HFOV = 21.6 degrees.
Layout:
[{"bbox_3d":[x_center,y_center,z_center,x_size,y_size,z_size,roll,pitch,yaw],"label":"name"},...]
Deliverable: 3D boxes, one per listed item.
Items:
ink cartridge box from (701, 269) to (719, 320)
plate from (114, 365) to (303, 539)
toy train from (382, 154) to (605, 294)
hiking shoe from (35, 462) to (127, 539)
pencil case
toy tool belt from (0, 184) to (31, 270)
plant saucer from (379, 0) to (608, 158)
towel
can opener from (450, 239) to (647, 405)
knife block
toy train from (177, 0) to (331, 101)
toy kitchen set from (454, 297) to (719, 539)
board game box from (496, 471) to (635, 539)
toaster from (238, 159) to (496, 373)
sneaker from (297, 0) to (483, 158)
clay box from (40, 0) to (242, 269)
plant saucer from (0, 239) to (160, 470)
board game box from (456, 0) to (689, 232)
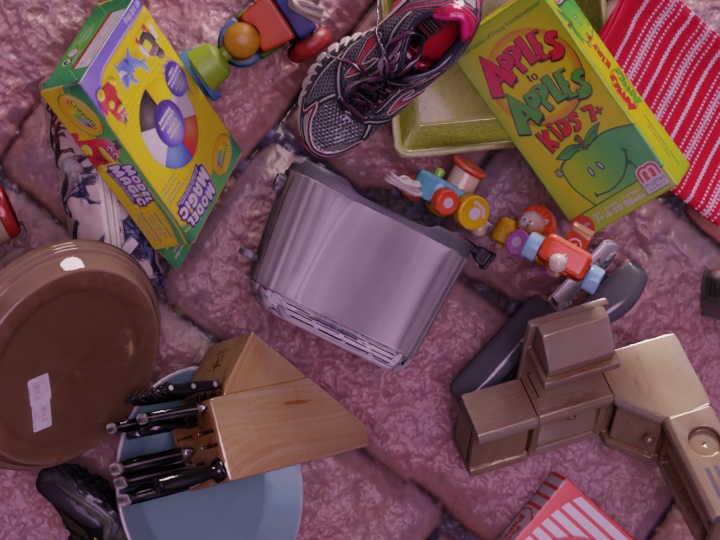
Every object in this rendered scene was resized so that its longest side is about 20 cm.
[{"bbox_3d":[0.417,0.030,1.633,0.199,0.162,0.050,1,93,-10],"label":"ink cartridge box"},{"bbox_3d":[-0.129,0.180,1.574,0.200,0.026,0.201,13,71,-42],"label":"plate"},{"bbox_3d":[0.122,-0.048,1.577,0.200,0.150,0.056,29,90,11],"label":"toy train"},{"bbox_3d":[-0.215,0.249,1.565,0.101,0.076,0.200,-39,110,-1],"label":"hiking shoe"},{"bbox_3d":[-0.214,-0.077,1.559,0.078,0.089,0.200,-10,93,-24],"label":"pencil case"},{"bbox_3d":[-0.308,0.041,1.526,0.123,0.125,0.200,-23,112,-5],"label":"toy tool belt"},{"bbox_3d":[0.113,-0.204,1.633,0.199,0.048,0.201,-6,92,-10],"label":"plant saucer"},{"bbox_3d":[0.279,-0.152,1.645,0.200,0.022,0.145,37,76,-21],"label":"towel"},{"bbox_3d":[0.162,0.051,1.639,0.200,0.053,0.066,-42,67,-4],"label":"can opener"},{"bbox_3d":[-0.106,0.150,1.537,0.200,0.064,0.176,41,55,-25],"label":"knife block"},{"bbox_3d":[-0.091,-0.189,1.523,0.116,0.200,0.085,-35,97,-3],"label":"toy train"},{"bbox_3d":[0.205,0.142,1.561,0.200,0.163,0.181,-15,57,-12],"label":"toy kitchen set"},{"bbox_3d":[0.198,0.300,1.662,0.200,0.046,0.152,41,85,-8],"label":"board game box"},{"bbox_3d":[0.000,0.000,1.588,0.200,0.114,0.129,26,91,-12],"label":"toaster"},{"bbox_3d":[0.019,-0.165,1.538,0.081,0.075,0.200,35,117,-19],"label":"sneaker"},{"bbox_3d":[-0.166,-0.109,1.525,0.200,0.048,0.115,55,41,-33],"label":"clay box"},{"bbox_3d":[-0.235,0.072,1.484,0.200,0.029,0.200,-23,128,-33],"label":"plant saucer"},{"bbox_3d":[0.173,-0.136,1.570,0.102,0.048,0.200,-32,99,33],"label":"board game box"}]
